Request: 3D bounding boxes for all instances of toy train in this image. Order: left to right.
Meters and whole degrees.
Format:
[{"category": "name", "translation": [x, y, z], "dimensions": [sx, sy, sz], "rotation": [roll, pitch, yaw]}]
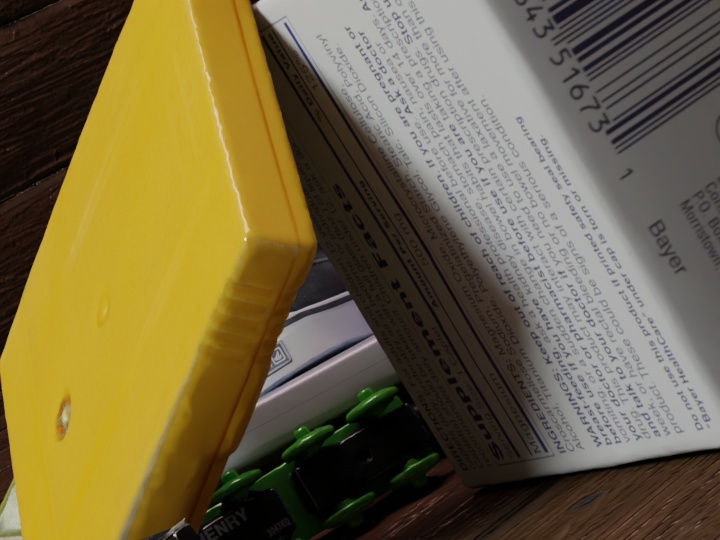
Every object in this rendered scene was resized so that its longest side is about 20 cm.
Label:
[{"category": "toy train", "translation": [0.000, 0.070, 1.100], "dimensions": [0.200, 0.042, 0.056], "rotation": [-30, -6, -19]}]

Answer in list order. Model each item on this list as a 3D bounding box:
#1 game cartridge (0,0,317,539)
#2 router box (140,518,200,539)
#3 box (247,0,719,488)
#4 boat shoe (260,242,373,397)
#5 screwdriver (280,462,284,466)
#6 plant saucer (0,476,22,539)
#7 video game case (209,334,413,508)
[{"category": "game cartridge", "translation": [-0.070, 0.014, 0.971], "dimensions": [0.177, 0.032, 0.200], "rotation": [-106, 34, -49]}, {"category": "router box", "translation": [-0.139, 0.151, 0.845], "dimensions": [0.200, 0.062, 0.150], "rotation": [-25, 5, 45]}, {"category": "box", "translation": [0.064, -0.038, 0.949], "dimensions": [0.105, 0.184, 0.200], "rotation": [-33, 5, -23]}, {"category": "boat shoe", "translation": [0.000, 0.000, 1.236], "dimensions": [0.072, 0.068, 0.200], "rotation": [-33, -8, 34]}, {"category": "screwdriver", "translation": [-0.060, 0.110, 1.139], "dimensions": [0.200, 0.029, 0.028], "rotation": [-33, 5, -13]}, {"category": "plant saucer", "translation": [-0.106, 0.057, 1.424], "dimensions": [0.201, 0.048, 0.200], "rotation": [-66, 12, -9]}, {"category": "video game case", "translation": [-0.034, 0.069, 1.222], "dimensions": [0.199, 0.022, 0.182], "rotation": [-28, -7, -2]}]
